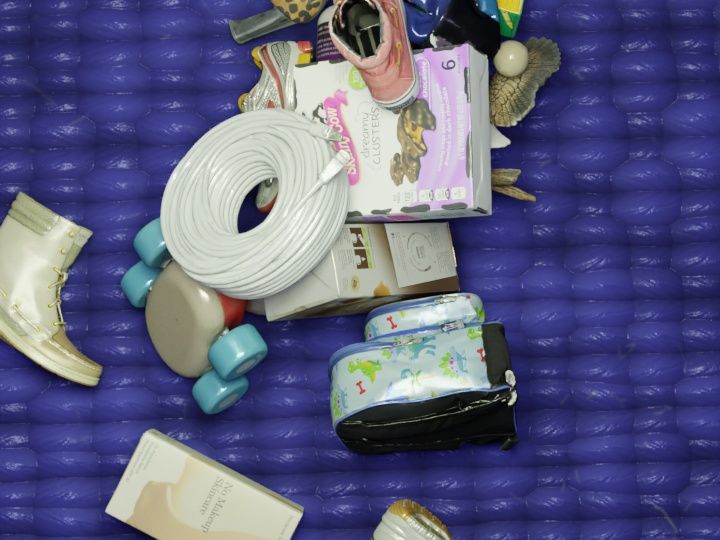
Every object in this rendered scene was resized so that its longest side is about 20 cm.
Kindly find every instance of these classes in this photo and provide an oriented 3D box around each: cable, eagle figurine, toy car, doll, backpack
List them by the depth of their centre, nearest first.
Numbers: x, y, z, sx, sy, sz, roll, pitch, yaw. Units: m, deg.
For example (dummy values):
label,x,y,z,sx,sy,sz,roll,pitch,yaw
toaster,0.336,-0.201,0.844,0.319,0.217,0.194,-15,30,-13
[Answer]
label,x,y,z,sx,sy,sz,roll,pitch,yaw
cable,-0.107,-0.070,1.526,0.199,0.069,0.201,30,85,38
doll,0.095,-0.271,1.617,0.199,0.048,0.137,30,81,-2
backpack,0.064,0.119,1.639,0.198,0.183,0.148,-11,64,2
toy car,-0.130,0.022,1.670,0.199,0.177,0.185,-27,72,-30
eagle figurine,0.130,-0.191,1.673,0.150,0.151,0.202,2,77,39

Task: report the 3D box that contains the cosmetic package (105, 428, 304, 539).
label,x,y,z,sx,sy,sz,roll,pitch,yaw
cosmetic package,-0.172,0.267,1.676,0.199,0.071,0.106,26,86,1

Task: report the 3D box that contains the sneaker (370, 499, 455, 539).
label,x,y,z,sx,sy,sz,roll,pitch,yaw
sneaker,0.096,0.347,1.685,0.200,0.076,0.088,39,103,4

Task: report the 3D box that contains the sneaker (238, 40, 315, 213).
label,x,y,z,sx,sy,sz,roll,pitch,yaw
sneaker,-0.100,-0.163,1.705,0.081,0.078,0.202,5,78,3

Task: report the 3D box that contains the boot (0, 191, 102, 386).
label,x,y,z,sx,sy,sz,roll,pitch,yaw
boot,-0.344,0.022,1.689,0.199,0.072,0.155,35,85,2

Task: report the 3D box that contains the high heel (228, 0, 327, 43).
label,x,y,z,sx,sy,sz,roll,pitch,yaw
high heel,-0.111,-0.367,1.681,0.142,0.071,0.201,-14,100,36

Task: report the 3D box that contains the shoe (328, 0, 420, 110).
label,x,y,z,sx,sy,sz,roll,pitch,yaw
shoe,0.005,-0.262,1.514,0.071,0.091,0.201,-23,57,11

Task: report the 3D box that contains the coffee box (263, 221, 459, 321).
label,x,y,z,sx,sy,sz,roll,pitch,yaw
coffee box,0.000,0.000,1.617,0.114,0.199,0.080,-18,80,42

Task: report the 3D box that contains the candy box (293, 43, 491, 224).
label,x,y,z,sx,sy,sz,roll,pitch,yaw
candy box,0.032,-0.137,1.568,0.198,0.071,0.169,-4,85,22

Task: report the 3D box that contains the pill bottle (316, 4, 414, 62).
label,x,y,z,sx,sy,sz,roll,pitch,yaw
pill bottle,0.005,-0.225,1.684,0.111,0.112,0.202,2,87,-1

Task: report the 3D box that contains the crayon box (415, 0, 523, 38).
label,x,y,z,sx,sy,sz,roll,pitch,yaw
crayon box,0.141,-0.374,1.695,0.118,0.058,0.201,14,71,3
